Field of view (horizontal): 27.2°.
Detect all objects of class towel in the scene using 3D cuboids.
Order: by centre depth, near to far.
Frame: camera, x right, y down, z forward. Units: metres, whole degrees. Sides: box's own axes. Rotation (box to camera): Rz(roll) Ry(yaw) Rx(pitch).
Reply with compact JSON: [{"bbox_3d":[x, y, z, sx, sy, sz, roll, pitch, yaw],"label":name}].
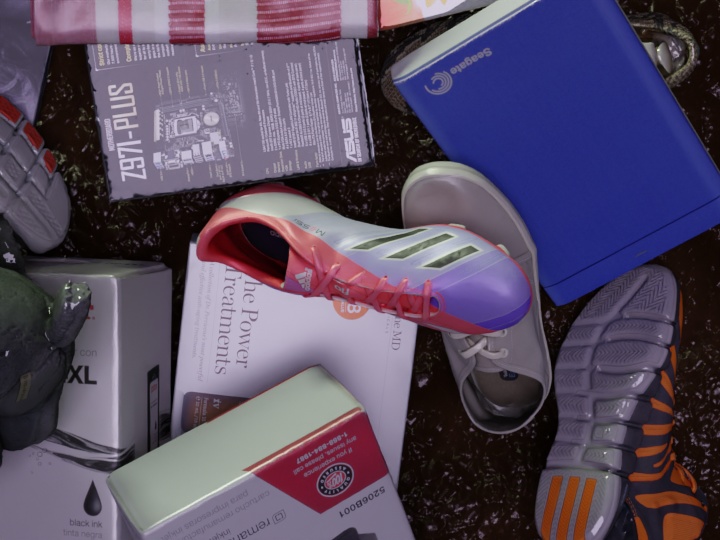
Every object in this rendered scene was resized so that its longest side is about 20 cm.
[{"bbox_3d":[-0.089,-0.201,0.843,0.199,0.023,0.145,-1,98,-1],"label":"towel"}]

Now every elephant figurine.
[{"bbox_3d":[-0.255,0.015,0.821,0.155,0.142,0.200,-32,67,-18],"label":"elephant figurine"}]

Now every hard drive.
[{"bbox_3d":[0.127,-0.078,0.898,0.132,0.025,0.200,-29,123,17],"label":"hard drive"}]

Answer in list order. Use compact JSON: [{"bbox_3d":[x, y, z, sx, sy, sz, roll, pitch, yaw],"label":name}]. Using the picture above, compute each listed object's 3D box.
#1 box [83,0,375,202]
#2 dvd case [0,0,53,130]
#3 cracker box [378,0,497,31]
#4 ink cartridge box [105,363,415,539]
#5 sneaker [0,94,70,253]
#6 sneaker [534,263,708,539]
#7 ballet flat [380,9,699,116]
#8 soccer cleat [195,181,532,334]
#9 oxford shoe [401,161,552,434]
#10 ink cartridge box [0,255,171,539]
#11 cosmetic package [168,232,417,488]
[{"bbox_3d":[-0.084,-0.152,0.903,0.163,0.086,0.201,-9,98,-1],"label":"box"},{"bbox_3d":[-0.299,-0.130,0.936,0.199,0.016,0.149,14,98,-3],"label":"dvd case"},{"bbox_3d":[0.091,-0.235,0.912,0.199,0.058,0.135,-13,100,1],"label":"cracker box"},{"bbox_3d":[-0.040,0.181,0.877,0.145,0.083,0.201,-28,115,-15],"label":"ink cartridge box"},{"bbox_3d":[-0.266,-0.077,0.913,0.200,0.077,0.082,45,121,-7],"label":"sneaker"},{"bbox_3d":[0.179,0.103,0.960,0.112,0.077,0.201,33,71,-39],"label":"sneaker"},{"bbox_3d":[0.112,-0.131,0.918,0.199,0.075,0.068,-5,96,-1],"label":"ballet flat"},{"bbox_3d":[0.000,0.000,0.860,0.199,0.076,0.067,20,123,24],"label":"soccer cleat"},{"bbox_3d":[0.074,0.022,0.910,0.075,0.058,0.201,-6,125,21],"label":"oxford shoe"},{"bbox_3d":[-0.197,0.094,0.914,0.145,0.084,0.201,2,95,16],"label":"ink cartridge box"},{"bbox_3d":[-0.045,0.084,0.958,0.150,0.052,0.201,6,98,-5],"label":"cosmetic package"}]
